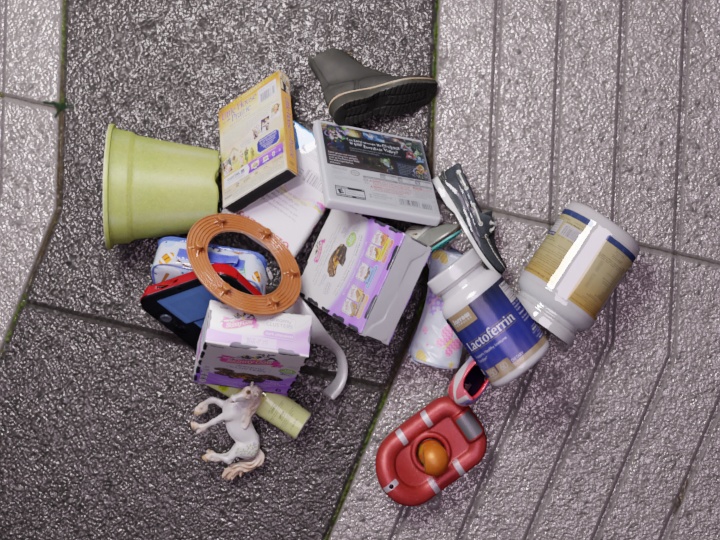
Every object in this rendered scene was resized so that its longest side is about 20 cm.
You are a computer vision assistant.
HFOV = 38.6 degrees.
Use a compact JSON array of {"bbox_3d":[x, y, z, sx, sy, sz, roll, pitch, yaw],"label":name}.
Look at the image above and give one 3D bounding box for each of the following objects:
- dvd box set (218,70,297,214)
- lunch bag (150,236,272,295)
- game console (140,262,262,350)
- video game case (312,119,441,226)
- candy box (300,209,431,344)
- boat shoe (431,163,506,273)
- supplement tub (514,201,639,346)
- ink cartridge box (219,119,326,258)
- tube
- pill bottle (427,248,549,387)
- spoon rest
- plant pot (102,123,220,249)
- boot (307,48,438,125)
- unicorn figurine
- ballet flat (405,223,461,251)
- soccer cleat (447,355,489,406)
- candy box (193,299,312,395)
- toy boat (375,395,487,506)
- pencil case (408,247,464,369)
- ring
[{"bbox_3d":[-0.170,-0.210,1.679,0.145,0.029,0.203,-27,54,29],"label":"dvd box set"},{"bbox_3d":[-0.244,0.016,1.700,0.195,0.162,0.077,9,53,0],"label":"lunch bag"},{"bbox_3d":[-0.242,0.066,1.678,0.197,0.031,0.177,-16,134,29],"label":"game console"},{"bbox_3d":[0.025,-0.158,1.670,0.196,0.024,0.184,8,48,-21],"label":"video game case"},{"bbox_3d":[0.000,0.000,1.671,0.071,0.199,0.170,23,94,-41],"label":"candy box"},{"bbox_3d":[0.195,-0.085,1.730,0.060,0.076,0.202,-33,91,7],"label":"boat shoe"},{"bbox_3d":[0.350,0.007,1.695,0.143,0.144,0.202,34,92,0],"label":"supplement tub"},{"bbox_3d":[-0.122,-0.135,1.731,0.143,0.085,0.202,33,91,1],"label":"ink cartridge box"},{"bbox_3d":[-0.178,0.212,1.760,0.198,0.052,0.058,35,53,5],"label":"tube"},{"bbox_3d":[0.200,0.073,1.634,0.115,0.116,0.201,-37,88,2],"label":"pill bottle"},{"bbox_3d":[-0.073,0.117,1.729,0.060,0.099,0.203,-33,115,-21],"label":"spoon rest"},{"bbox_3d":[-0.323,-0.135,1.694,0.180,0.200,0.205,1,91,-9],"label":"plant pot"},{"bbox_3d":[0.019,-0.331,1.734,0.196,0.078,0.140,-12,57,-25],"label":"boot"},{"bbox_3d":[-0.214,0.258,1.732,0.135,0.075,0.202,-13,127,9],"label":"unicorn figurine"},{"bbox_3d":[0.082,-0.036,1.701,0.199,0.067,0.064,-40,81,37],"label":"ballet flat"},{"bbox_3d":[0.215,0.140,1.714,0.066,0.076,0.201,38,73,-8],"label":"soccer cleat"},{"bbox_3d":[-0.177,0.128,1.656,0.164,0.201,0.073,10,64,-11],"label":"candy box"},{"bbox_3d":[0.117,0.308,1.713,0.199,0.131,0.131,-37,90,2],"label":"toy boat"},{"bbox_3d":[0.142,0.064,1.730,0.089,0.083,0.204,10,92,-13],"label":"pencil case"},{"bbox_3d":[-0.178,-0.015,1.607,0.199,0.201,0.019,38,128,-1],"label":"ring"}]
